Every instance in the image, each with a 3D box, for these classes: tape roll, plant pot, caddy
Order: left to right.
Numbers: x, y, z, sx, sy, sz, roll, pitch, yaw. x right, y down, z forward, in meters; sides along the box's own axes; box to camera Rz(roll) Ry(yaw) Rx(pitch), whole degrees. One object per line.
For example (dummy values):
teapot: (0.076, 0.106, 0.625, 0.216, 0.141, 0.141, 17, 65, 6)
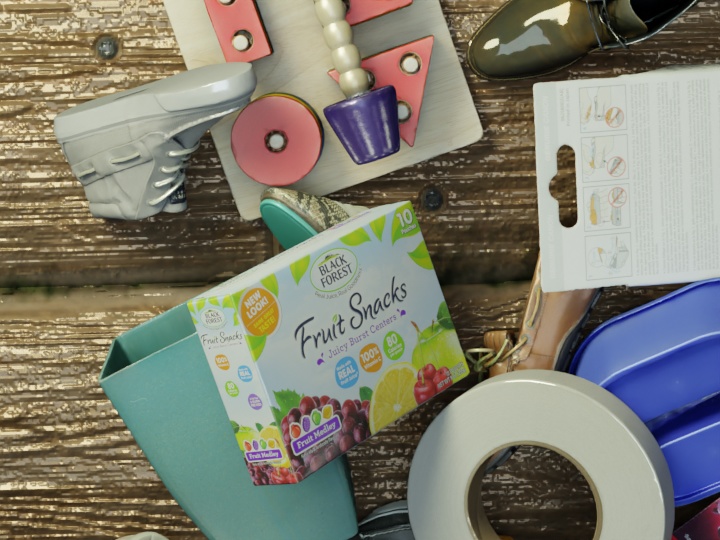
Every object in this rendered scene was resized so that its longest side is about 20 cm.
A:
plant pot: (-0.087, 0.123, 1.527, 0.141, 0.141, 0.200, -26, 101, 3)
tape roll: (0.134, 0.175, 1.497, 0.202, 0.037, 0.203, 4, 101, 22)
caddy: (0.254, 0.089, 1.535, 0.200, 0.105, 0.142, -24, 110, 16)

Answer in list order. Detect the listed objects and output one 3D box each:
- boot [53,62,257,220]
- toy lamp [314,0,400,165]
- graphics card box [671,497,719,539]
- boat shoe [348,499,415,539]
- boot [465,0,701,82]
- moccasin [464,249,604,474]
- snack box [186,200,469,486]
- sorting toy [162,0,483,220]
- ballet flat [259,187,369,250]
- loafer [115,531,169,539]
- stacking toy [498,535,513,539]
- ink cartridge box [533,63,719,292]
boot: (-0.141, -0.092, 1.501, 0.200, 0.074, 0.096, -9, 107, 43)
toy lamp: (-0.019, -0.176, 1.459, 0.058, 0.058, 0.200, -20, 95, 3)
graphics card box: (0.329, 0.209, 1.516, 0.200, 0.051, 0.125, -31, 61, -20)
boat shoe: (-0.010, 0.242, 1.575, 0.200, 0.064, 0.071, -24, 96, 3)
boot: (0.173, -0.196, 1.505, 0.200, 0.097, 0.075, -24, 96, 3)
moccasin: (0.122, 0.062, 1.549, 0.078, 0.074, 0.202, 25, 97, 1)
snack box: (-0.019, 0.049, 1.442, 0.053, 0.200, 0.142, -12, 102, 44)
sorting toy: (-0.030, -0.159, 1.524, 0.200, 0.070, 0.199, -19, 97, 2)
ballet flat: (0.000, 0.000, 1.545, 0.075, 0.068, 0.200, -45, 110, -27)
loafer: (-0.140, 0.296, 1.593, 0.072, 0.063, 0.200, -31, 100, -29)
stacking toy: (0.057, 0.289, 1.575, 0.110, 0.116, 0.200, 40, 82, 1)
ink cartridge box: (0.224, -0.072, 1.525, 0.200, 0.057, 0.163, -4, 98, -9)
